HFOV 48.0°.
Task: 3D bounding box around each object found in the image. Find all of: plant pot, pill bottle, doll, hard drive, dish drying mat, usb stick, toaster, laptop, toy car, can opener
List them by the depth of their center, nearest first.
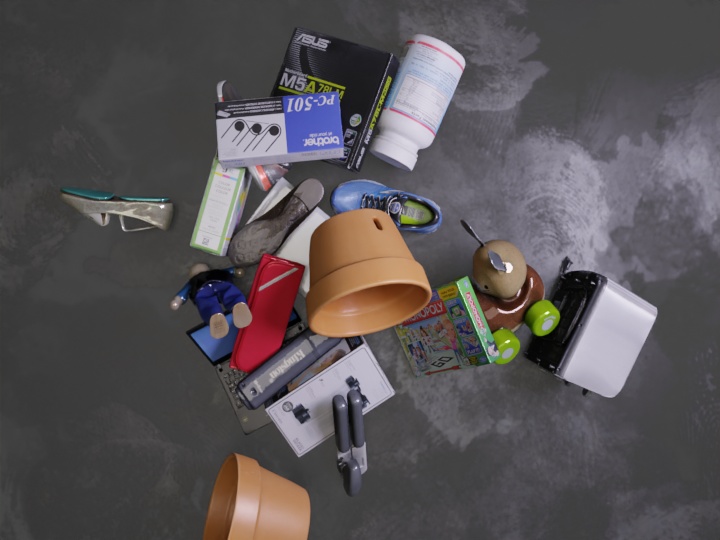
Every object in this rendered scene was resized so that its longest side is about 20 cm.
[{"bbox_3d":[0.000,0.000,1.267,0.195,0.201,0.143,-15,66,-1],"label":"plant pot"},{"bbox_3d":[0.206,0.014,1.282,0.156,0.201,0.165,-34,47,-1],"label":"toy car"},{"bbox_3d":[-0.152,0.076,1.307,0.075,0.018,0.204,13,108,-18],"label":"dish drying mat"},{"bbox_3d":[-0.244,0.037,1.308,0.134,0.200,0.049,-24,122,-14],"label":"doll"},{"bbox_3d":[-0.167,0.414,1.321,0.137,0.200,0.205,15,91,-17],"label":"plant pot"},{"bbox_3d":[-0.116,0.150,1.325,0.198,0.033,0.056,-38,104,-9],"label":"usb stick"},{"bbox_3d":[0.373,0.095,1.327,0.117,0.181,0.204,26,90,-7],"label":"toaster"},{"bbox_3d":[-0.012,0.286,1.339,0.051,0.067,0.204,-16,126,-17],"label":"can opener"},{"bbox_3d":[0.090,-0.277,1.346,0.107,0.109,0.204,24,91,-2],"label":"pill bottle"},{"bbox_3d":[-0.164,0.152,1.350,0.174,0.103,0.204,-26,89,0],"label":"laptop"},{"bbox_3d":[-0.098,-0.043,1.387,0.199,0.027,0.133,39,89,-1],"label":"hard drive"}]

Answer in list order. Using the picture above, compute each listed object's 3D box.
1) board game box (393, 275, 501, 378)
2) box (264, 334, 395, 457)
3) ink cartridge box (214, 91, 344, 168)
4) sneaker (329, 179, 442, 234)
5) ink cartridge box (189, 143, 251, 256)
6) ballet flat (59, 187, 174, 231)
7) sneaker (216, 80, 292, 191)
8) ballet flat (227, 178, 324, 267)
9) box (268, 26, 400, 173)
[{"bbox_3d":[0.130,0.098,1.319,0.029,0.199,0.137,-25,91,-35],"label":"board game box"},{"bbox_3d":[-0.054,0.205,1.357,0.198,0.060,0.118,-33,115,0],"label":"box"},{"bbox_3d":[-0.126,-0.221,1.268,0.194,0.044,0.097,-6,79,-3],"label":"ink cartridge box"},{"bbox_3d":[0.045,-0.110,1.357,0.194,0.089,0.081,9,90,-2],"label":"sneaker"},{"bbox_3d":[-0.223,-0.128,1.343,0.058,0.104,0.205,15,90,-2],"label":"ink cartridge box"},{"bbox_3d":[-0.414,-0.099,1.360,0.194,0.068,0.064,6,101,-1],"label":"ballet flat"},{"bbox_3d":[-0.171,-0.231,1.330,0.080,0.077,0.203,-26,79,-1],"label":"sneaker"},{"bbox_3d":[-0.139,-0.080,1.345,0.200,0.046,0.068,-44,97,-5],"label":"ballet flat"},{"bbox_3d":[-0.055,-0.284,1.336,0.197,0.047,0.198,23,93,25],"label":"box"}]
